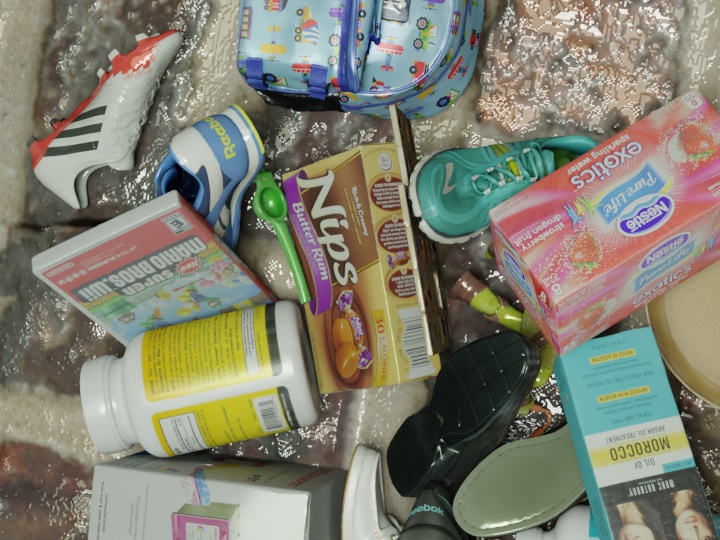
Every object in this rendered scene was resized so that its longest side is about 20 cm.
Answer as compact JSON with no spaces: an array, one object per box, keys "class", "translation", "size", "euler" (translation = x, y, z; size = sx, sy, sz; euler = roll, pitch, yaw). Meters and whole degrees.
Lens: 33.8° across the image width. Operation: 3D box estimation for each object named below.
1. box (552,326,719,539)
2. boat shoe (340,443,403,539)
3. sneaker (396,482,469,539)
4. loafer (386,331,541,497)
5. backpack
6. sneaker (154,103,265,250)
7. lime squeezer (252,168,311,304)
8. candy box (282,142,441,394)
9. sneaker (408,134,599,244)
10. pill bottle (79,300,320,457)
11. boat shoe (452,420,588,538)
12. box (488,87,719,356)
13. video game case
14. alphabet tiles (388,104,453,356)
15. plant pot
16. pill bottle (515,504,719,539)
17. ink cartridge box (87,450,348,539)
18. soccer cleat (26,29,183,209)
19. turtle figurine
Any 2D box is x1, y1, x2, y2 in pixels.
[{"class":"box","translation":[0.216,0.152,0.930],"size":[0.081,0.049,0.203],"euler":[-12,66,-1]},{"class":"boat shoe","translation":[0.021,0.254,1.052],"size":[0.068,0.071,0.204],"euler":[0,99,12]},{"class":"sneaker","translation":[0.081,0.269,1.013],"size":[0.074,0.080,0.202],"euler":[-7,126,13]},{"class":"loafer","translation":[0.097,0.119,0.997],"size":[0.201,0.071,0.074],"euler":[-51,47,41]},{"class":"backpack","translation":[0.005,-0.222,1.024],"size":[0.196,0.134,0.186],"euler":[11,93,10]},{"class":"sneaker","translation":[-0.148,-0.059,1.035],"size":[0.074,0.082,0.201],"euler":[47,142,21]},{"class":"lime squeezer","translation":[-0.100,-0.059,1.063],"size":[0.200,0.038,0.071],"euler":[43,107,26]},{"class":"candy box","translation":[0.000,0.000,1.035],"size":[0.116,0.056,0.204],"euler":[-12,88,50]},{"class":"sneaker","translation":[0.118,-0.078,0.967],"size":[0.079,0.198,0.079],"euler":[-23,87,52]},{"class":"pill bottle","translation":[-0.141,0.101,1.051],"size":[0.196,0.112,0.115],"euler":[-12,87,2]},{"class":"boat shoe","translation":[0.169,0.167,0.994],"size":[0.199,0.061,0.072],"euler":[-30,63,-5]},{"class":"box","translation":[0.211,-0.037,0.937],"size":[0.198,0.095,0.103],"euler":[-30,60,-5]},{"class":"video game case","translation":[-0.172,0.015,1.038],"size":[0.141,0.200,0.018],"euler":[-23,55,11]},{"class":"alphabet tiles","translation":[0.050,-0.033,0.993],"size":[0.007,0.167,0.204],"euler":[-11,87,10]},{"class":"plant pot","translation":[0.336,0.022,0.990],"size":[0.196,0.027,0.204],"euler":[-1,85,7]},{"class":"pill bottle","translation":[0.227,0.254,0.980],"size":[0.196,0.111,0.113],"euler":[1,90,13]},{"class":"ink cartridge box","translation":[-0.119,0.214,1.043],"size":[0.196,0.144,0.086],"euler":[6,90,13]},{"class":"soccer cleat","translation":[-0.227,-0.142,1.114],"size":[0.199,0.069,0.085],"euler":[-41,90,13]},{"class":"turtle figurine","translation":[0.152,0.054,1.022],"size":[0.161,0.064,0.201],"euler":[42,99,10]}]
